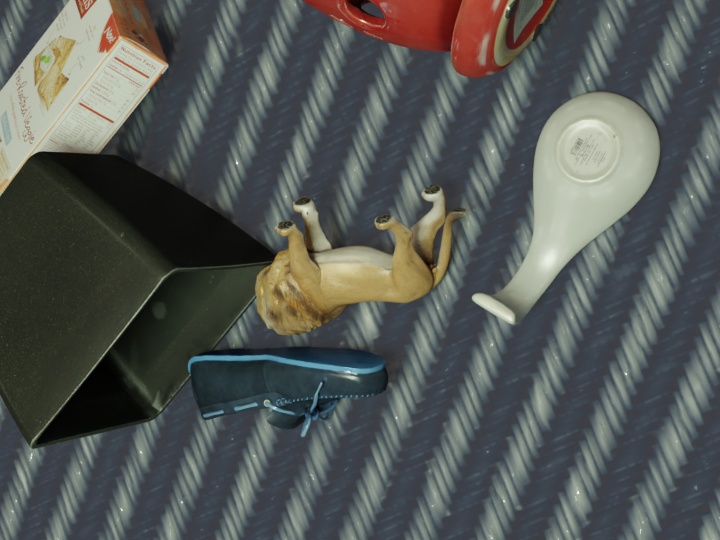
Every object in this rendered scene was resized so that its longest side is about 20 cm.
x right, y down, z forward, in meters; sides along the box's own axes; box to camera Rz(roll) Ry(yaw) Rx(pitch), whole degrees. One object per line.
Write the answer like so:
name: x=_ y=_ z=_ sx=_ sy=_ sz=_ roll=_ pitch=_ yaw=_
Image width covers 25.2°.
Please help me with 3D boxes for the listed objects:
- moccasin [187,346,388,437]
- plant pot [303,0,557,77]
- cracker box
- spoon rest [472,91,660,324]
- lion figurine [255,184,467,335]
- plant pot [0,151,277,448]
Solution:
moccasin: x=-0.058 y=0.102 z=1.370 sx=0.199 sy=0.080 sz=0.069 roll=-1 pitch=95 yaw=40
plant pot: x=0.066 y=-0.262 z=1.238 sx=0.182 sy=0.200 sz=0.201 roll=29 pitch=102 yaw=14
cracker box: x=-0.262 y=-0.155 z=1.437 sx=0.200 sy=0.058 sz=0.134 roll=-48 pitch=37 yaw=18
spoon rest: x=0.160 y=-0.049 z=1.273 sx=0.099 sy=0.061 sz=0.201 roll=32 pitch=90 yaw=21
lion figurine: x=0.000 y=0.000 z=1.333 sx=0.199 sy=0.073 sz=0.123 roll=0 pitch=124 yaw=20
plant pot: x=-0.224 y=0.008 z=1.366 sx=0.177 sy=0.200 sz=0.200 roll=45 pitch=108 yaw=15
